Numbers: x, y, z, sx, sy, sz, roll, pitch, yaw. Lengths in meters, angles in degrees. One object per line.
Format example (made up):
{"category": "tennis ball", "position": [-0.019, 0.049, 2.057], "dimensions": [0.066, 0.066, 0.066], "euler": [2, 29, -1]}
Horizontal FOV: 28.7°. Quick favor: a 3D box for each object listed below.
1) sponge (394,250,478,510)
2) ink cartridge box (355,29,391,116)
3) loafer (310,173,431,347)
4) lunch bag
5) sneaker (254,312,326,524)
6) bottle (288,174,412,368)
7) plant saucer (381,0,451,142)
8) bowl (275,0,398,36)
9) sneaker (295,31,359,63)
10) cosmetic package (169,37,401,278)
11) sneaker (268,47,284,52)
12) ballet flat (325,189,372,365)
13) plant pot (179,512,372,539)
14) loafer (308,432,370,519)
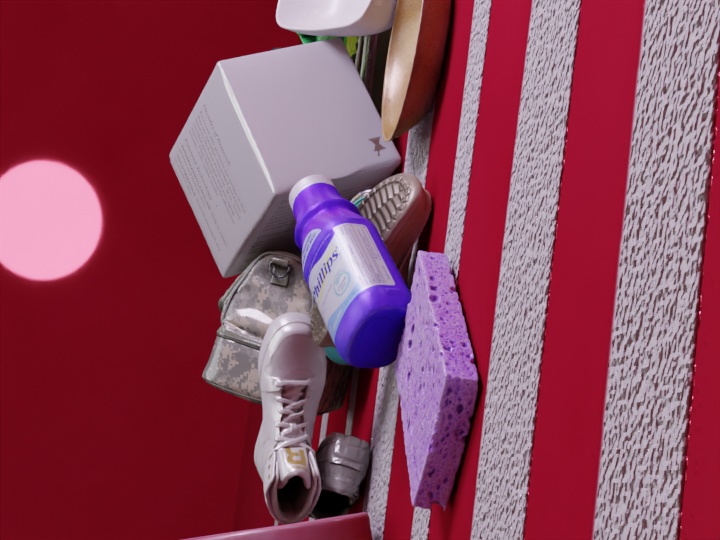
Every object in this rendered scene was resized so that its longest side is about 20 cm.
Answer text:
{"category": "sponge", "position": [0.056, 0.080, 1.086], "dimensions": [0.201, 0.029, 0.113], "euler": [-96, 16, -63]}
{"category": "ink cartridge box", "position": [0.018, -0.244, 1.676], "dimensions": [0.200, 0.047, 0.148], "euler": [121, 156, -71]}
{"category": "loafer", "position": [0.019, -0.006, 1.336], "dimensions": [0.201, 0.067, 0.076], "euler": [-58, 31, 32]}
{"category": "lunch bag", "position": [-0.078, 0.067, 1.600], "dimensions": [0.200, 0.138, 0.170], "euler": [19, -91, -73]}
{"category": "sneaker", "position": [-0.063, 0.153, 1.392], "dimensions": [0.116, 0.073, 0.203], "euler": [-115, 27, -59]}
{"category": "bottle", "position": [-0.014, -0.007, 1.254], "dimensions": [0.084, 0.064, 0.201], "euler": [-64, 36, 34]}
{"category": "plant saucer", "position": [0.058, -0.225, 1.391], "dimensions": [0.200, 0.035, 0.203], "euler": [-171, 90, -82]}
{"category": "bowl", "position": [0.004, -0.348, 1.557], "dimensions": [0.199, 0.074, 0.203], "euler": [12, 84, 56]}
{"category": "sneaker", "position": [-0.038, -0.314, 1.687], "dimensions": [0.074, 0.082, 0.203], "euler": [111, 167, -65]}
{"category": "cosmetic package", "position": [-0.088, -0.124, 1.568], "dimensions": [0.168, 0.166, 0.200], "euler": [64, 148, 16]}
{"category": "sneaker", "position": [-0.078, -0.252, 1.783], "dimensions": [0.075, 0.080, 0.200], "euler": [-64, -11, 10]}
{"category": "ballet flat", "position": [0.000, 0.000, 1.490], "dimensions": [0.072, 0.071, 0.203], "euler": [-98, 18, -65]}
{"category": "plant pot", "position": [-0.076, 0.325, 1.288], "dimensions": [0.200, 0.197, 0.182], "euler": [132, 130, -77]}
{"category": "loafer", "position": [-0.038, 0.232, 1.485], "dimensions": [0.200, 0.069, 0.071], "euler": [114, 172, -62]}
